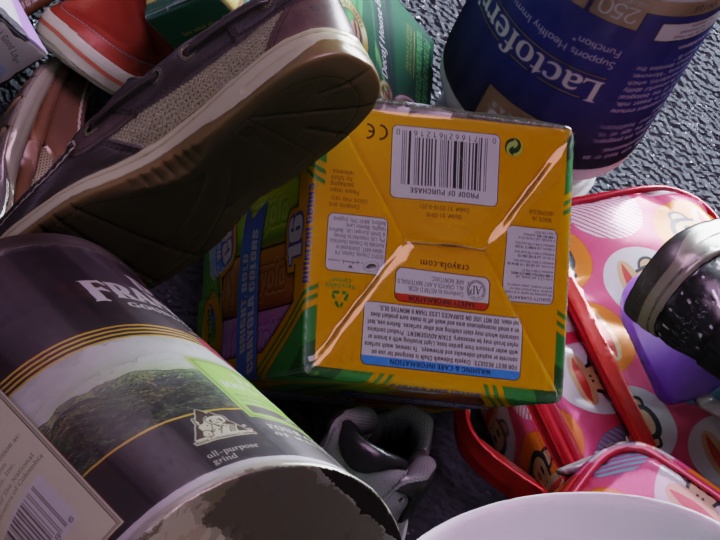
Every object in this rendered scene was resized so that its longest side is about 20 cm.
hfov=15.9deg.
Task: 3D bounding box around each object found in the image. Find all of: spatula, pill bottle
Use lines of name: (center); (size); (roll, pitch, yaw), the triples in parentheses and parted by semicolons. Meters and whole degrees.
spatula: (0.184, 0.084, 1.194); (0.056, 0.021, 0.200); (-19, 68, -38)
pill bottle: (0.108, -0.118, 1.313); (0.116, 0.200, 0.116); (13, 47, -14)

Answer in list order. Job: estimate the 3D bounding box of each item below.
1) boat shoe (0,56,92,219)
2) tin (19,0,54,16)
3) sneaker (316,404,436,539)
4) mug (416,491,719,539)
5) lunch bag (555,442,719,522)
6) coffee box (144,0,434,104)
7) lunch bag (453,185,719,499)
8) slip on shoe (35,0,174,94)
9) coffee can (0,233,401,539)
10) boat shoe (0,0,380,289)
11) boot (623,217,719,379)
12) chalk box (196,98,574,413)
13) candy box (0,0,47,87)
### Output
boat shoe: (-0.152, -0.014, 1.190); (0.072, 0.076, 0.200); (27, 48, -16)
tin: (-0.197, -0.135, 1.243); (0.200, 0.112, 0.042); (-38, 112, -40)
sneaker: (-0.031, 0.118, 1.097); (0.075, 0.116, 0.200); (37, 45, 7)
mug: (0.076, 0.207, 0.945); (0.147, 0.176, 0.200); (4, 28, 18)
lunch bag: (0.149, 0.170, 1.110); (0.200, 0.082, 0.176); (38, 74, 3)
coffee box: (-0.030, -0.118, 1.268); (0.200, 0.044, 0.123); (46, 37, -43)
lunch bag: (0.124, 0.059, 1.255); (0.176, 0.082, 0.200); (-9, 59, -27)
slip on shoe: (-0.092, -0.129, 1.282); (0.074, 0.061, 0.200); (39, 27, 17)
coffee can: (-0.096, 0.093, 1.015); (0.146, 0.147, 0.200); (-9, 31, -32)
boat shoe: (-0.079, -0.052, 1.091); (0.072, 0.201, 0.066); (33, 33, -43)
boot: (0.233, 0.036, 1.178); (0.203, 0.074, 0.154); (-12, 48, -43)
chalk box: (0.000, 0.000, 1.187); (0.125, 0.200, 0.124); (6, 82, -20)
candy box: (-0.262, -0.111, 1.130); (0.168, 0.200, 0.072); (60, 9, 27)
